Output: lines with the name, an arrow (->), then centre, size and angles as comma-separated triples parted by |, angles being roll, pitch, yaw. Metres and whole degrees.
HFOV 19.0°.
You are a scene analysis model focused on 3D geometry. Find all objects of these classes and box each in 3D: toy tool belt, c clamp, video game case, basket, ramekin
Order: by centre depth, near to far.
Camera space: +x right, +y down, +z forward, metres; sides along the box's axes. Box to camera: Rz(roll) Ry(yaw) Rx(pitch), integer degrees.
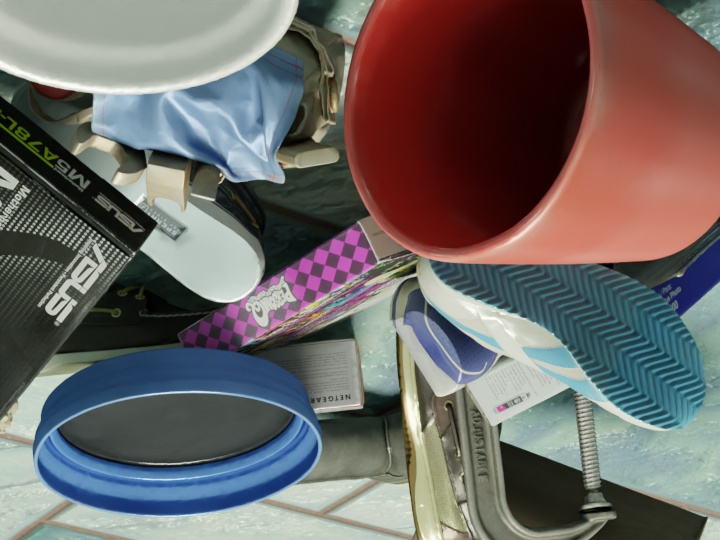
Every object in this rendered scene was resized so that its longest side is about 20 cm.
ramekin -> -0.131, -0.187, 1.142 | 0.199, 0.098, 0.201 | 0, 151, 0
toy tool belt -> -0.109, -0.100, 1.261 | 0.199, 0.123, 0.125 | 5, 120, 0
video game case -> 0.000, 0.000, 1.462 | 0.181, 0.036, 0.200 | -20, 172, -47
c clamp -> 0.145, 0.112, 1.569 | 0.170, 0.201, 0.027 | 4, 169, -27
basket -> 0.150, 0.212, 1.656 | 0.199, 0.137, 0.180 | 23, 175, 12

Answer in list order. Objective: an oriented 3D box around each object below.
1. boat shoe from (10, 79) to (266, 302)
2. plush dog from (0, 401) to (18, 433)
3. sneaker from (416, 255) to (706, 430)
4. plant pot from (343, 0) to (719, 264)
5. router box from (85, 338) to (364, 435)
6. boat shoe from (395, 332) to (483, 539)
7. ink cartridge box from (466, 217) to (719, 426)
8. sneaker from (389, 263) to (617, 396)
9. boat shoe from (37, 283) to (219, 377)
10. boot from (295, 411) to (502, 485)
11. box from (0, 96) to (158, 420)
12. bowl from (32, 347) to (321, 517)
boat shoe -> -0.143, -0.063, 1.401 | 0.200, 0.091, 0.071 | 42, 109, -17
plush dog -> -0.374, 0.129, 1.630 | 0.160, 0.173, 0.200 | -16, 149, 26
sneaker -> 0.126, 0.032, 1.343 | 0.200, 0.077, 0.081 | 34, 165, -1
plant pot -> 0.118, -0.088, 1.251 | 0.177, 0.202, 0.200 | 13, 150, -43
router box -> -0.096, 0.089, 1.610 | 0.199, 0.049, 0.180 | -6, 175, 0
boat shoe -> 0.063, 0.109, 1.581 | 0.064, 0.201, 0.073 | -6, -168, 4
ink cartridge box -> 0.194, 0.018, 1.464 | 0.200, 0.043, 0.196 | -29, -177, 42
sneaker -> 0.106, 0.004, 1.451 | 0.115, 0.081, 0.199 | -34, 179, 31
boat shoe -> -0.182, 0.040, 1.587 | 0.200, 0.061, 0.072 | -8, 174, 13
boot -> -0.010, 0.137, 1.731 | 0.199, 0.073, 0.182 | 10, 151, -37
box -> -0.253, -0.018, 1.310 | 0.193, 0.048, 0.200 | 41, 123, -4
bowl -> -0.126, 0.113, 1.486 | 0.199, 0.040, 0.201 | -4, 150, -2
